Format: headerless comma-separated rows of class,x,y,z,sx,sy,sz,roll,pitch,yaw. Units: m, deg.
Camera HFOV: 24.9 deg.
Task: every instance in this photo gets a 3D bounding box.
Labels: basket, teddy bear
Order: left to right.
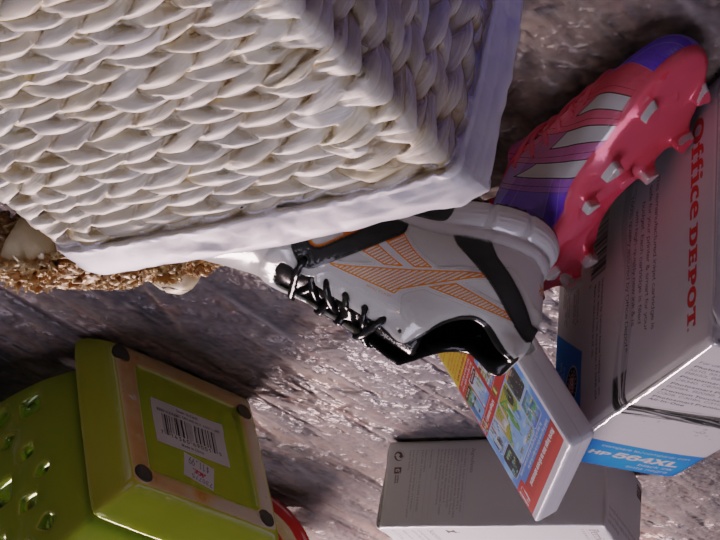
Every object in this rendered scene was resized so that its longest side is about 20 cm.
teddy bear,-0.144,-0.011,0.909,0.144,0.068,0.200,-11,-178,20
basket,-0.059,-0.128,0.590,0.198,0.200,0.161,-11,146,36

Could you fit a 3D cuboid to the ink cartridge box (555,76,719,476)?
ink cartridge box,0.179,0.011,0.872,0.083,0.148,0.200,13,156,-13

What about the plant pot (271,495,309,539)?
plant pot,-0.140,0.307,1.559,0.198,0.202,0.183,14,146,-14

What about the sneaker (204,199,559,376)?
sneaker,0.000,0.000,0.814,0.198,0.081,0.074,9,158,0

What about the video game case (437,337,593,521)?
video game case,0.064,0.034,0.927,0.017,0.201,0.143,-25,159,-13

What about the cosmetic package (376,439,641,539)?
cosmetic package,0.128,0.196,1.366,0.198,0.082,0.113,-4,151,26

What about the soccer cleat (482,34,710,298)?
soccer cleat,0.112,-0.060,0.847,0.066,0.077,0.201,-20,154,-31

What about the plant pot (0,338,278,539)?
plant pot,-0.181,0.180,1.268,0.199,0.200,0.181,27,121,-35

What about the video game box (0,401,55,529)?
video game box,-0.312,0.181,1.340,0.181,0.201,0.047,25,118,-36
